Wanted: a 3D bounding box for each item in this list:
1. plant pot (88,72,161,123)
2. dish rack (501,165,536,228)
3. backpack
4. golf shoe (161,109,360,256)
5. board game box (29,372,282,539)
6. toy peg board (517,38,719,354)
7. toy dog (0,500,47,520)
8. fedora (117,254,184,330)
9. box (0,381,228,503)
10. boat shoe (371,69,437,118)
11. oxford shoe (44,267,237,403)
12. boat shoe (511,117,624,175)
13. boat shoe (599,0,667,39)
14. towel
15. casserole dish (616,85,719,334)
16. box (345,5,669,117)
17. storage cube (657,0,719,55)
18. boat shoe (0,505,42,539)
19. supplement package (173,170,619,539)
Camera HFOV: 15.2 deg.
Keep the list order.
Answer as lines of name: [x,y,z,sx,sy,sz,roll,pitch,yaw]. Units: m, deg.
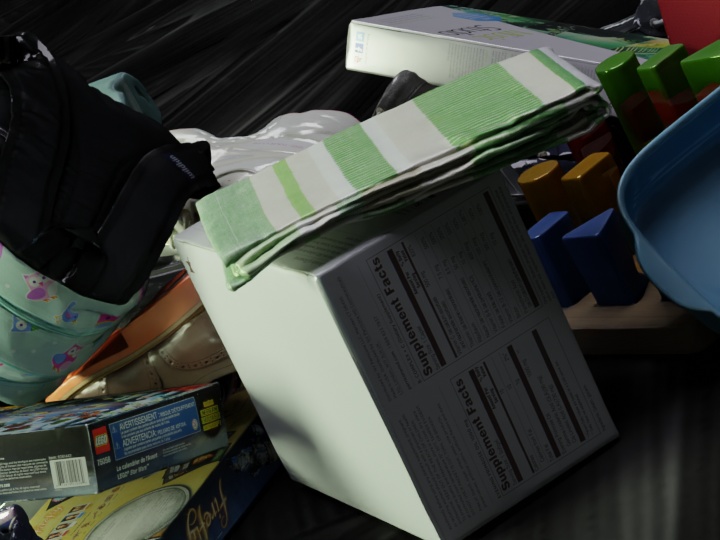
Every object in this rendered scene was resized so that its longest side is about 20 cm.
plant pot: [-0.215,-0.029,1.845,0.196,0.201,0.200,-24,17,8]
dish rack: [0.000,0.000,1.582,0.200,0.055,0.153,-38,-14,24]
backpack: [-0.177,-0.023,1.510,0.127,0.167,0.200,-54,17,30]
golf shoe: [-0.089,-0.042,1.621,0.199,0.076,0.092,-14,25,19]
board game box: [-0.111,0.120,1.529,0.135,0.035,0.200,-16,21,33]
toy peg board: [0.161,-0.048,1.490,0.199,0.098,0.200,-38,19,-30]
toy dog: [-0.279,0.143,1.617,0.200,0.097,0.132,-33,18,-14]
fedora: [-0.135,0.041,1.691,0.200,0.092,0.201,-18,20,7]
box: [-0.190,0.098,1.463,0.199,0.040,0.137,-8,3,27]
boat shoe: [0.016,-0.064,1.692,0.071,0.064,0.200,-51,-3,-32]
oxford shoe: [-0.121,0.066,1.537,0.200,0.073,0.071,-38,7,47]
boat shoe: [0.123,-0.079,1.712,0.092,0.075,0.200,-10,22,11]
boat shoe: [0.221,-0.177,1.823,0.200,0.068,0.072,-12,23,43]
towel: [0.017,-0.054,1.327,0.199,0.023,0.153,-25,16,-1]
casserole dish: [0.214,-0.039,1.378,0.200,0.121,0.039,-37,-16,-24]
box: [0.111,-0.136,1.726,0.199,0.036,0.144,13,16,26]
storage cube: [0.280,-0.198,1.553,0.171,0.180,0.200,-25,14,-34]
boat shoe: [-0.232,0.185,1.399,0.199,0.093,0.075,-21,18,20]
supplement package: [0.014,0.033,1.380,0.111,0.156,0.200,-31,17,-17]
